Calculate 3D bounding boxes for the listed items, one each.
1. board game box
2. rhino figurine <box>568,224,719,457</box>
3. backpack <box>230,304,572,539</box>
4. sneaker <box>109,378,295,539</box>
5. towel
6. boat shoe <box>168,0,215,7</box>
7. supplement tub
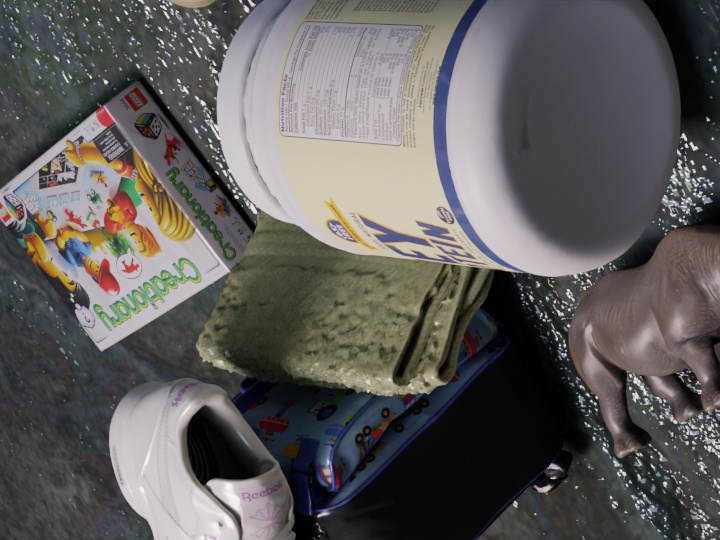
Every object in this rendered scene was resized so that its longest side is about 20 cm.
[{"bbox_3d":[-0.152,-0.031,1.757,0.126,0.035,0.200,53,148,-4],"label":"board game box"},{"bbox_3d":[0.171,0.022,1.391,0.088,0.060,0.200,60,145,4],"label":"rhino figurine"},{"bbox_3d":[-0.010,0.099,1.585,0.200,0.182,0.135,10,134,53],"label":"backpack"},{"bbox_3d":[-0.069,0.151,1.467,0.099,0.075,0.201,-19,95,57],"label":"sneaker"},{"bbox_3d":[0.000,0.000,1.511,0.199,0.149,0.036,4,152,49],"label":"towel"},{"bbox_3d":[-0.138,-0.199,1.540,0.200,0.072,0.065,39,151,28],"label":"boat shoe"},{"bbox_3d":[0.039,-0.077,1.359,0.199,0.145,0.146,7,128,48],"label":"supplement tub"}]
